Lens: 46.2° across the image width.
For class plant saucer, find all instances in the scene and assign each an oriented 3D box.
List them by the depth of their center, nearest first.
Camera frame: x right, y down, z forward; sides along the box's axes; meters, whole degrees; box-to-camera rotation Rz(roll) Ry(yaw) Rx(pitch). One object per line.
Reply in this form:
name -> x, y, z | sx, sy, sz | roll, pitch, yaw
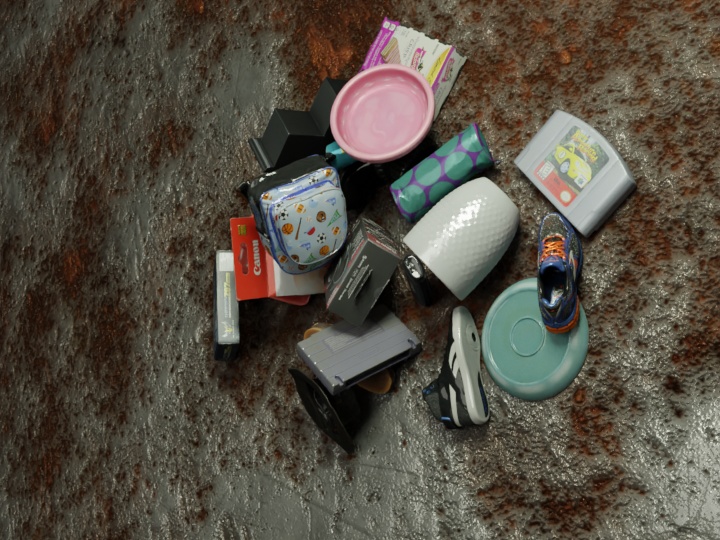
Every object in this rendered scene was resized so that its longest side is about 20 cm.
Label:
plant saucer -> 0.279, 0.110, 1.393 | 0.197, 0.027, 0.205 | -11, 72, 37
plant saucer -> 0.044, -0.281, 1.549 | 0.196, 0.051, 0.205 | -7, 66, 15

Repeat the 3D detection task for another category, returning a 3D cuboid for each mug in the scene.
mug -> 0.176, -0.072, 1.462 | 0.175, 0.147, 0.200 | -46, 23, 4

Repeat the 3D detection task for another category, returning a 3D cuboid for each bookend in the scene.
bookend -> -0.090, -0.293, 1.659 | 0.093, 0.197, 0.200 | 59, 136, 31

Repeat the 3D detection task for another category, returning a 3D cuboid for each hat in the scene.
hat -> -0.050, 0.240, 1.586 | 0.080, 0.203, 0.200 | -35, 48, -18

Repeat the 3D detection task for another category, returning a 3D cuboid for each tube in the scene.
tube -> 0.030, -0.253, 1.595 | 0.197, 0.050, 0.079 | -24, 66, 19

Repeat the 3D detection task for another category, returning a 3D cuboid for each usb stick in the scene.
usb stick -> 0.100, 0.019, 1.464 | 0.032, 0.200, 0.056 | -29, 74, 0

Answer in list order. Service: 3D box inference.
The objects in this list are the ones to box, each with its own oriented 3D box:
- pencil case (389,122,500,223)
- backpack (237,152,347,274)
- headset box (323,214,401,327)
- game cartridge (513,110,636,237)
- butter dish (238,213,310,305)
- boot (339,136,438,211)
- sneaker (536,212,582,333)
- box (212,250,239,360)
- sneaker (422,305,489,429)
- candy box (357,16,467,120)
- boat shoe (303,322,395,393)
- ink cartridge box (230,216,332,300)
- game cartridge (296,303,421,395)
pencil case -> 0.147, -0.172, 1.517 | 0.198, 0.092, 0.086 | -35, 74, 15
backpack -> -0.106, -0.093, 1.570 | 0.196, 0.193, 0.155 | -20, 39, -14
headset box -> 0.000, 0.000, 1.558 | 0.150, 0.076, 0.200 | -59, 12, 14
game cartridge -> 0.355, -0.169, 1.394 | 0.133, 0.041, 0.201 | -48, 53, 16
butter dish -> -0.187, -0.049, 1.748 | 0.197, 0.147, 0.205 | 12, 86, 40
boot -> 0.046, -0.184, 1.629 | 0.157, 0.079, 0.214 | 39, 104, 39
sneaker -> 0.313, -0.006, 1.341 | 0.074, 0.079, 0.204 | -10, 60, 21
box -> -0.290, 0.078, 1.814 | 0.158, 0.050, 0.205 | 123, 145, -69
sneaker -> 0.150, 0.170, 1.455 | 0.110, 0.072, 0.205 | -19, 69, 34
candy box -> 0.096, -0.396, 1.653 | 0.199, 0.060, 0.138 | 36, 103, 39
boat shoe -> -0.012, 0.157, 1.595 | 0.198, 0.070, 0.071 | 34, 114, 20
ink cartridge box -> -0.150, -0.031, 1.657 | 0.050, 0.196, 0.166 | 0, 95, 60
game cartridge -> -0.003, 0.139, 1.530 | 0.129, 0.197, 0.039 | 41, 142, 41
